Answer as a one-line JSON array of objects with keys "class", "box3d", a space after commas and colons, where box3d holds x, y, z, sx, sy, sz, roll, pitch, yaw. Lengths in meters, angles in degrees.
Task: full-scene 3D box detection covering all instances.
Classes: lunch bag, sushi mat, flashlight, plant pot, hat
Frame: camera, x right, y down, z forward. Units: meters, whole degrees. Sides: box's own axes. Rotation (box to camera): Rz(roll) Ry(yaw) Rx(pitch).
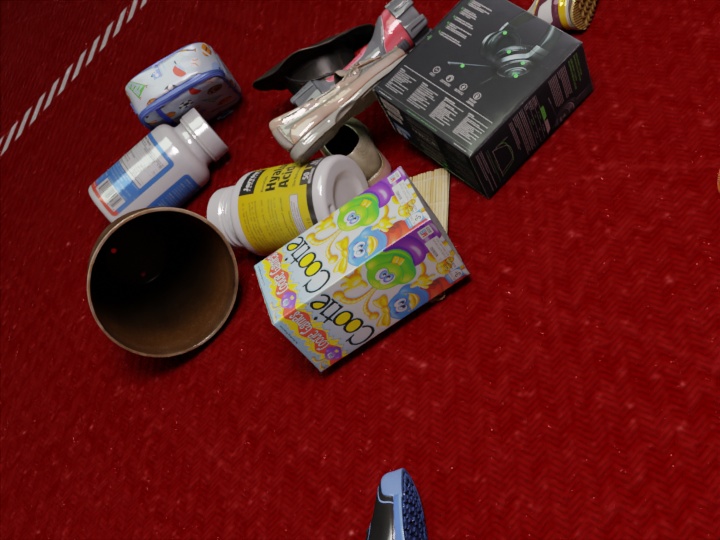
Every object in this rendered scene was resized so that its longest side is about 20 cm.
[{"class": "lunch bag", "box3d": [-0.271, -0.267, 1.479, 0.160, 0.200, 0.076, -32, 83, 1]}, {"class": "sushi mat", "box3d": [0.059, -0.036, 1.136, 0.095, 0.012, 0.201, -16, 46, 26]}, {"class": "flashlight", "box3d": [-0.002, -0.268, 1.242, 0.200, 0.068, 0.068, -39, 6, 5]}, {"class": "plant pot", "box3d": [-0.276, -0.005, 1.265, 0.187, 0.187, 0.200, -47, 25, -7]}, {"class": "hat", "box3d": [-0.051, -0.270, 1.367, 0.200, 0.081, 0.201, -26, 3, 1]}]

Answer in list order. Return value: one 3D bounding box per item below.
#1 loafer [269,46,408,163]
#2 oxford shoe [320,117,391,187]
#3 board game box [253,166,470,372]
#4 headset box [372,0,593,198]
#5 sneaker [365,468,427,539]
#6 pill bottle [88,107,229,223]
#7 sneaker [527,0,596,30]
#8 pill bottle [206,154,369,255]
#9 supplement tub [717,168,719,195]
[{"class": "loafer", "box3d": [-0.024, -0.215, 1.169, 0.200, 0.063, 0.072, -44, -5, -16]}, {"class": "oxford shoe", "box3d": [-0.024, -0.179, 1.281, 0.071, 0.074, 0.200, -43, 39, 1]}, {"class": "board game box", "box3d": [0.000, 0.000, 1.059, 0.199, 0.105, 0.103, -34, 42, 9]}, {"class": "headset box", "box3d": [0.149, -0.219, 1.138, 0.200, 0.093, 0.174, -46, 56, -5]}, {"class": "sneaker", "box3d": [0.016, 0.272, 0.851, 0.077, 0.070, 0.201, -15, 47, 18]}, {"class": "pill bottle", "box3d": [-0.296, -0.145, 1.435, 0.200, 0.112, 0.112, -40, 40, -1]}, {"class": "sneaker", "box3d": [0.267, -0.392, 1.244, 0.090, 0.075, 0.201, 5, 57, 34]}, {"class": "pill bottle", "box3d": [-0.095, -0.077, 1.217, 0.199, 0.111, 0.112, -7, 50, 34]}, {"class": "supplement tub", "box3d": [0.389, -0.035, 0.793, 0.122, 0.123, 0.201, -34, 41, 8]}]
